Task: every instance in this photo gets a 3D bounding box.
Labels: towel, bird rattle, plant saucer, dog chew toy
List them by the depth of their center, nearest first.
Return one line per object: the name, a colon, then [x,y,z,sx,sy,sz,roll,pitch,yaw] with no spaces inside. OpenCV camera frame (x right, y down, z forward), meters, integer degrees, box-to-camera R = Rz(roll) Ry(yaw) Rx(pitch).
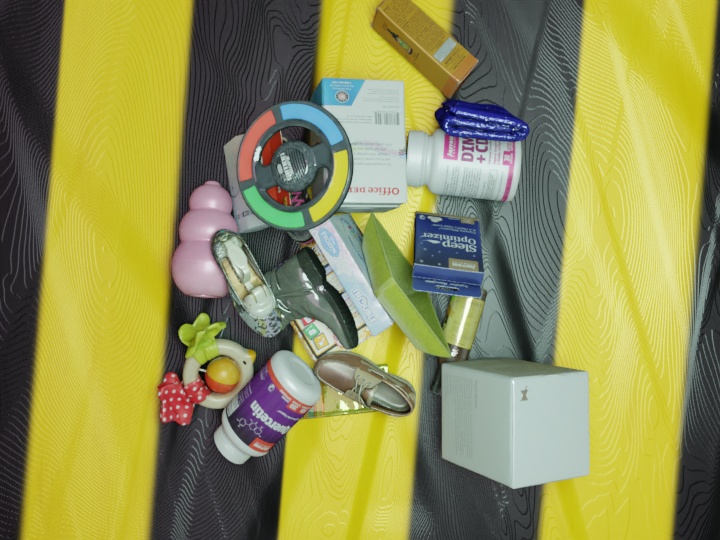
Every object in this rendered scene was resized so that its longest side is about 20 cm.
plant saucer: [0.066,0.033,1.177,0.047,0.202,0.201,-31,124,12]
towel: [0.203,-0.261,1.203,0.143,0.201,0.051,4,109,1]
dog chew toy: [-0.271,-0.056,1.258,0.121,0.125,0.206,3,82,1]
bird rattle: [-0.273,0.190,1.268,0.159,0.113,0.205,17,93,-15]
towel: [-0.042,0.224,1.299,0.194,0.018,0.089,-6,91,1]

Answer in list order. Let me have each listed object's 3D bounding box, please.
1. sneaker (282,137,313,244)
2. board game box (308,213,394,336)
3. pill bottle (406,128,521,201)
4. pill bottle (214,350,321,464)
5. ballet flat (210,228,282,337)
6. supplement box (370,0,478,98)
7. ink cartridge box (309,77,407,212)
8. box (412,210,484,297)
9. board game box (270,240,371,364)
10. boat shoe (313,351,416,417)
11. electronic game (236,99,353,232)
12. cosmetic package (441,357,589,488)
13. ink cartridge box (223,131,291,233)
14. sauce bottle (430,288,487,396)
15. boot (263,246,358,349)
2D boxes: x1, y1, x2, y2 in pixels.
sneaker: [-0.129,-0.146,1.265,0.072,0.087,0.205,-16,90,1]
board game box: [0.000,0.000,1.206,0.043,0.199,0.203,-31,89,10]
pill bottle: [0.177,-0.188,1.245,0.194,0.113,0.117,5,90,1]
pill bottle: [-0.167,0.246,1.245,0.112,0.112,0.200,44,103,1]
ballet flat: [-0.189,0.022,1.181,0.071,0.072,0.204,-29,95,1]
supplement box: [0.113,-0.407,1.264,0.199,0.067,0.069,41,74,0]
ink cartridge box: [-0.007,-0.207,1.217,0.142,0.146,0.206,-1,88,-13]
box: [0.150,-0.032,1.215,0.118,0.202,0.033,7,128,0]
board game box: [-0.064,0.055,1.285,0.150,0.046,0.203,-32,89,1]
boat shoe: [0.011,0.201,1.242,0.195,0.072,0.077,19,102,-6]
electronic game: [-0.104,-0.163,1.107,0.194,0.042,0.206,1,92,16]
cosmetic package: [0.252,0.243,1.175,0.163,0.199,0.172,1,90,-27]
ink cartridge box: [-0.179,-0.157,1.215,0.046,0.199,0.165,-8,89,-25]
sauce bottle: [0.172,0.125,1.270,0.063,0.065,0.205,17,89,1]
boot: [-0.096,0.071,1.240,0.129,0.068,0.203,-32,89,14]
